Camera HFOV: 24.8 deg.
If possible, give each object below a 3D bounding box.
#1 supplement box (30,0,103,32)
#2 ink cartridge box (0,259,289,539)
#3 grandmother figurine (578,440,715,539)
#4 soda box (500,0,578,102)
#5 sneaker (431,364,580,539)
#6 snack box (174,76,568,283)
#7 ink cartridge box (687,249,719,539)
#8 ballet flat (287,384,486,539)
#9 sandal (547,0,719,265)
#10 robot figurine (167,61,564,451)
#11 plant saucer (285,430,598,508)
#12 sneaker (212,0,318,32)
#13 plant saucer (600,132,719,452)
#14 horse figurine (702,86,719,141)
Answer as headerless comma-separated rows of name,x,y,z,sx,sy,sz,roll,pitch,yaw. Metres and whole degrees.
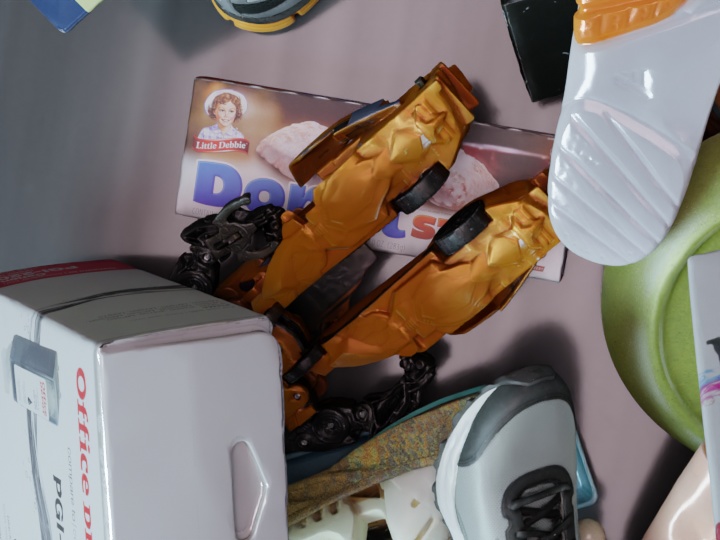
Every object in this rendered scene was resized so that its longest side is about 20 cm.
supplement box,-0.114,-0.256,0.715,0.200,0.134,0.200,-33,109,35
ink cartridge box,-0.112,0.081,0.756,0.085,0.200,0.146,-8,101,-29
grandmother figurine,0.150,0.164,0.785,0.121,0.061,0.200,38,116,18
soda box,0.164,-0.147,0.765,0.199,0.071,0.064,-15,49,9
sneaker,0.079,0.138,0.757,0.074,0.079,0.201,-12,114,-33
snack box,0.009,-0.047,0.827,0.199,0.024,0.072,10,98,8
ink cartridge box,0.212,0.070,0.642,0.147,0.200,0.086,-14,130,16
ballet flat,0.003,0.122,0.797,0.199,0.071,0.071,-24,90,12
sandal,0.127,-0.104,0.712,0.079,0.059,0.207,18,117,7
robot figurine,0.000,0.000,0.793,0.200,0.058,0.145,-39,101,25
plant saucer,0.017,0.113,0.840,0.199,0.019,0.070,-18,91,10
sneaker,-0.005,-0.201,0.794,0.078,0.077,0.200,38,97,6
plant saucer,0.211,0.023,0.757,0.199,0.031,0.201,4,119,8
horse figurine,0.215,-0.102,0.736,0.200,0.050,0.132,-33,133,27
